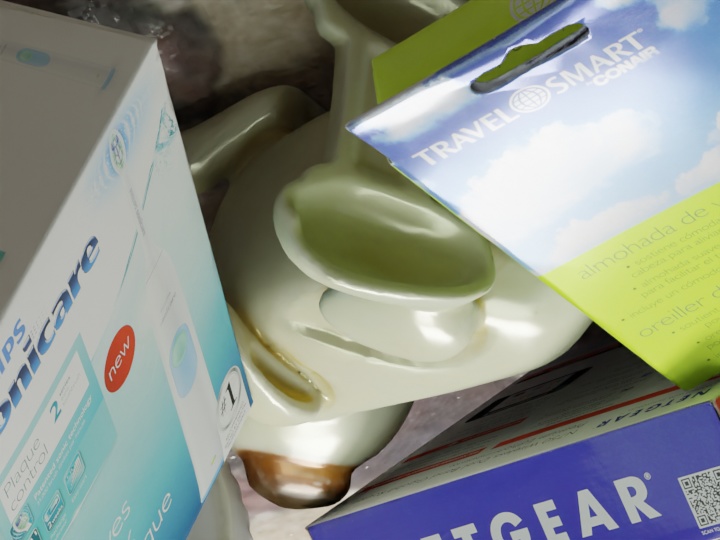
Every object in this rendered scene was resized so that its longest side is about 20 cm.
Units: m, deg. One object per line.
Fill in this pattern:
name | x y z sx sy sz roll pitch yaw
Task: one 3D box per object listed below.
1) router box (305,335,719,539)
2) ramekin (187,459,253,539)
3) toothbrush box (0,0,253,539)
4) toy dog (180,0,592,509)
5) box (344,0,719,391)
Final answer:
router box | 0.106 0.061 1.046 0.199 0.049 0.179 -21 -174 41
ramekin | -0.132 0.121 1.048 0.199 0.201 0.105 -1 147 -13
toothbrush box | -0.111 0.034 0.859 0.085 0.147 0.200 14 147 19
toy dog | 0.000 0.000 1.015 0.193 0.140 0.200 12 147 -26
box | 0.096 -0.042 0.859 0.122 0.048 0.200 -30 139 24
